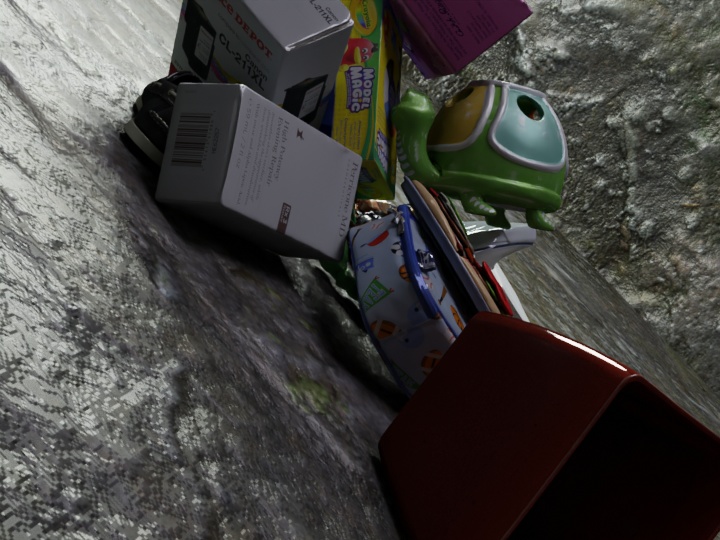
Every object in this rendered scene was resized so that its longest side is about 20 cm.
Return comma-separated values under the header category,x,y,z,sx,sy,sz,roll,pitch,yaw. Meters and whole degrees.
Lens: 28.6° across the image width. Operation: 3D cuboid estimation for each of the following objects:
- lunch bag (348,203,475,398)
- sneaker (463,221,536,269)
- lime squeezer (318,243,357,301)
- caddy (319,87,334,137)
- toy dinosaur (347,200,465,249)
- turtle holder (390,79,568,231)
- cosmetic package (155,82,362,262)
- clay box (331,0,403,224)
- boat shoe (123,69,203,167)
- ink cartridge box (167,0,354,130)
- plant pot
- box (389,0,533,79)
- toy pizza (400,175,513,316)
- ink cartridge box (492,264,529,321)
category,x,y,z,sx,sy,sz,roll,pitch,yaw
lunch bag,0.058,0.042,1.239,0.201,0.075,0.161,60,13,-29
sneaker,0.104,-0.007,1.456,0.199,0.071,0.073,-14,15,-37
lime squeezer,0.000,0.000,1.362,0.200,0.038,0.071,51,29,8
caddy,-0.048,-0.224,1.464,0.141,0.104,0.202,137,-46,-69
toy dinosaur,0.030,-0.045,1.522,0.135,0.102,0.201,21,44,-23
turtle holder,0.113,-0.117,1.375,0.184,0.133,0.141,11,-1,-3
cosmetic package,-0.080,-0.078,1.184,0.074,0.103,0.200,6,-8,31
clay box,0.007,-0.154,1.344,0.115,0.047,0.202,53,38,-71
boat shoe,-0.159,-0.143,1.251,0.072,0.068,0.200,40,10,-13
ink cartridge box,-0.100,-0.198,1.310,0.083,0.200,0.146,-28,67,-31
plant pot,0.133,0.146,1.034,0.200,0.200,0.176,34,5,-41
box,0.063,-0.289,1.390,0.176,0.096,0.200,53,0,-8
toy pizza,0.098,-0.004,1.294,0.201,0.032,0.200,60,1,-2
ink cartridge box,0.162,0.033,1.742,0.109,0.050,0.200,56,7,-23
